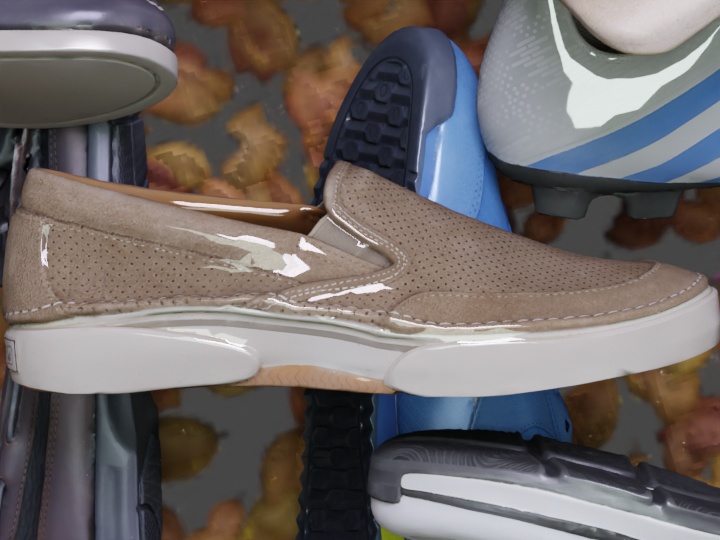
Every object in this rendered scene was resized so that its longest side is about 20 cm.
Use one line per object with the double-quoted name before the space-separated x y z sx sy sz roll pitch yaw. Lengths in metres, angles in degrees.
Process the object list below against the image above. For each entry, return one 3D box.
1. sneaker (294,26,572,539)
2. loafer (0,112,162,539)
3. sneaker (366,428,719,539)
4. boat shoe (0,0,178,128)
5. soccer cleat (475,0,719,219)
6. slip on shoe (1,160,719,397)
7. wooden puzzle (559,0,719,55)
"sneaker" 0.028 0.028 0.908 0.078 0.066 0.201 3 88 -27
"loafer" -0.095 0.011 0.897 0.063 0.072 0.201 -2 96 4
"sneaker" 0.088 0.119 0.845 0.200 0.076 0.116 16 95 -2
"boat shoe" -0.135 -0.079 0.857 0.200 0.073 0.063 2 75 34
"soccer cleat" 0.133 -0.061 0.875 0.199 0.070 0.087 -1 111 -13
"slip on shoe" 0.000 0.000 0.830 0.199 0.076 0.061 -1 96 5
"wooden puzzle" 0.115 -0.144 0.837 0.185 0.200 0.037 -36 119 2
